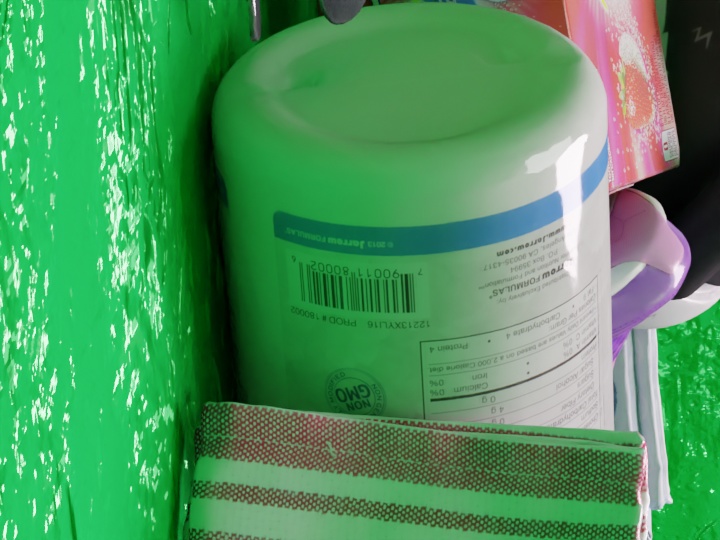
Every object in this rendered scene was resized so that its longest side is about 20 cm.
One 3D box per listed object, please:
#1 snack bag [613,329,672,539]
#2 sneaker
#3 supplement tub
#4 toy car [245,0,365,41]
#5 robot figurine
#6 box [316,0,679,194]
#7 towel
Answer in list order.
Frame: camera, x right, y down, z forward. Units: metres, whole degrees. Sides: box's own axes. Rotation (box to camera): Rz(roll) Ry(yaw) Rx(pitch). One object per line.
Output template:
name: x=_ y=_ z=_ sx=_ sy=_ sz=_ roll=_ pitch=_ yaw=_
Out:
snack bag: x=0.076 y=0.072 z=1.251 sx=0.189 sy=0.021 sz=0.200 roll=30 pitch=-45 yaw=48
sneaker: x=0.069 y=0.044 z=1.052 sx=0.200 sy=0.088 sz=0.080 roll=-41 pitch=-169 yaw=44
supplement tub: x=0.021 y=0.023 z=0.920 sx=0.132 sy=0.132 sz=0.200 roll=-76 pitch=165 yaw=-58
toy car: x=0.004 y=-0.165 z=0.792 sx=0.164 sy=0.158 sz=0.200 roll=-19 pitch=121 yaw=-69
robot figurine: x=0.139 y=-0.067 z=1.091 sx=0.125 sy=0.200 sz=0.150 roll=51 pitch=27 yaw=13
box: x=0.043 y=-0.123 z=0.998 sx=0.095 sy=0.100 sz=0.200 roll=-20 pitch=101 yaw=-63
towel: x=0.015 y=0.142 z=0.825 sx=0.030 sy=0.146 sz=0.200 roll=109 pitch=-15 yaw=-74
